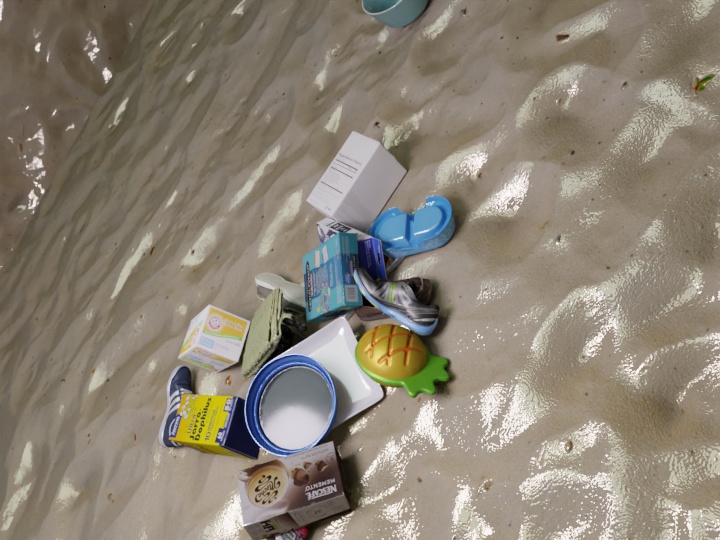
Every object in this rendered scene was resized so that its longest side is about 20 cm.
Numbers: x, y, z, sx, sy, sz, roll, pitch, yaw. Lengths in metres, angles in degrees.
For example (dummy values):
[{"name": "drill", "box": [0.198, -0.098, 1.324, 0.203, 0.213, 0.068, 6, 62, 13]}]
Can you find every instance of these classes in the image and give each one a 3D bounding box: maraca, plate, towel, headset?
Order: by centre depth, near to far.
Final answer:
[{"name": "maraca", "box": [0.077, 0.173, 1.329, 0.198, 0.109, 0.137, 28, 51, 33]}, {"name": "plate", "box": [-0.072, 0.229, 1.432, 0.197, 0.032, 0.202, -32, 62, 3]}, {"name": "towel", "box": [-0.216, 0.142, 1.547, 0.200, 0.036, 0.151, -50, 30, 45]}, {"name": "headset", "box": [-0.193, 0.170, 1.581, 0.199, 0.093, 0.126, -36, 44, 35]}]

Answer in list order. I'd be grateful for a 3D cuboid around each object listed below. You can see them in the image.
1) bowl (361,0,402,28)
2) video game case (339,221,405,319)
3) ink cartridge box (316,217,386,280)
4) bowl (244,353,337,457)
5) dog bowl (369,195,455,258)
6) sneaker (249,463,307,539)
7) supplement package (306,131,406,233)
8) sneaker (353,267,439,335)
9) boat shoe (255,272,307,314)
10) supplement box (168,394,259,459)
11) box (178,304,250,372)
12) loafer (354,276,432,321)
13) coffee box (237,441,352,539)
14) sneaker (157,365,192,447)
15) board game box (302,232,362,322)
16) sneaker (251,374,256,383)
[{"name": "bowl", "box": [0.110, -0.746, 1.890, 0.198, 0.105, 0.205, -22, 50, 29]}, {"name": "video game case", "box": [0.000, 0.000, 1.574, 0.200, 0.018, 0.144, -47, 42, 8]}, {"name": "ink cartridge box", "box": [-0.022, -0.044, 1.536, 0.039, 0.102, 0.198, -27, 32, -30]}, {"name": "bowl", "box": [-0.137, 0.272, 1.395, 0.195, 0.039, 0.206, -6, 67, 15]}, {"name": "dog bowl", "box": [0.114, -0.088, 1.490, 0.196, 0.050, 0.114, -14, 51, 27]}, {"name": "sneaker", "box": [-0.169, 0.471, 1.387, 0.074, 0.081, 0.201, -32, 49, -6]}, {"name": "supplement package", "box": [-0.009, -0.200, 1.633, 0.202, 0.121, 0.119, -55, 42, -3]}, {"name": "sneaker", "box": [0.072, 0.051, 1.383, 0.197, 0.071, 0.084, 32, 87, 18]}, {"name": "boat shoe", "box": [-0.176, 0.066, 1.658, 0.199, 0.071, 0.062, 23, 120, 35]}, {"name": "supplement box", "box": [-0.321, 0.351, 1.567, 0.197, 0.109, 0.111, -7, 59, 39]}, {"name": "box", "box": [-0.352, 0.167, 1.657, 0.199, 0.111, 0.104, -29, 41, 60]}, {"name": "loafer", "box": [0.058, 0.058, 1.445, 0.197, 0.071, 0.075, -20, 52, 31]}, {"name": "coffee box", "box": [-0.125, 0.418, 1.313, 0.195, 0.081, 0.115, -16, 48, -1]}, {"name": "sneaker", "box": [-0.432, 0.333, 1.704, 0.107, 0.069, 0.205, -11, 64, 42]}, {"name": "board game box", "box": [-0.065, 0.019, 1.509, 0.199, 0.046, 0.155, -27, 65, 60]}, {"name": "sneaker", "box": [-0.174, 0.282, 1.509, 0.196, 0.067, 0.092, -2, 58, 37]}]
